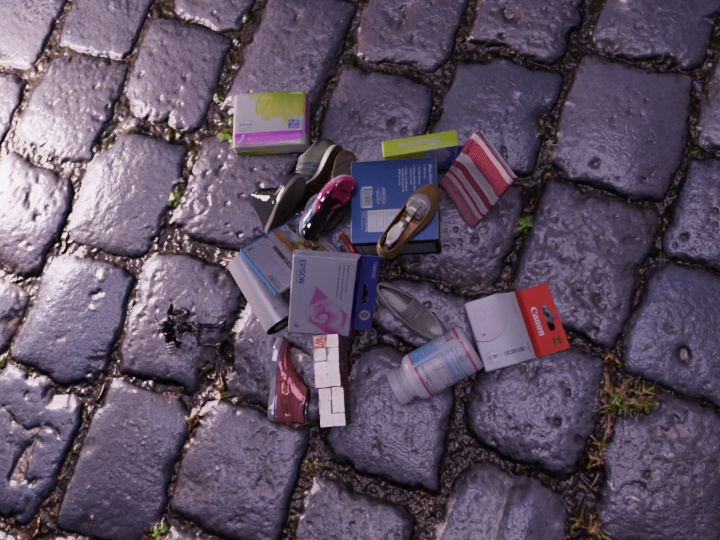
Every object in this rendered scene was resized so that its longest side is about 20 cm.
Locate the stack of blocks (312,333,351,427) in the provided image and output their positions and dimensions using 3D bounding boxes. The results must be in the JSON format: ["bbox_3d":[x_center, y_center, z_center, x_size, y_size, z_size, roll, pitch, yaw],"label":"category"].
[{"bbox_3d":[-0.063,0.251,1.366,0.058,0.115,0.201,-5,78,8],"label":"stack of blocks"}]

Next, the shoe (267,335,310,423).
[{"bbox_3d":[-0.161,0.257,1.406,0.090,0.071,0.202,3,84,8],"label":"shoe"}]

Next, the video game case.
[{"bbox_3d":[-0.164,-0.043,1.425,0.200,0.018,0.143,-33,73,-29],"label":"video game case"}]

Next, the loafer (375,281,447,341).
[{"bbox_3d":[0.114,0.097,1.393,0.199,0.070,0.070,35,85,14],"label":"loafer"}]

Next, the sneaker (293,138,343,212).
[{"bbox_3d":[-0.130,-0.247,1.513,0.090,0.067,0.201,38,94,33],"label":"sneaker"}]

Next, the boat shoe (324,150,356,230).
[{"bbox_3d":[-0.052,-0.192,1.482,0.074,0.066,0.201,22,89,9],"label":"boat shoe"}]

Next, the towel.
[{"bbox_3d":[0.263,-0.206,1.378,0.023,0.200,0.144,-25,73,-29],"label":"towel"}]

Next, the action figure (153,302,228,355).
[{"bbox_3d":[-0.426,0.144,1.453,0.199,0.102,0.120,7,91,9],"label":"action figure"}]

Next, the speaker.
[{"bbox_3d":[-0.242,0.050,1.454,0.081,0.081,0.201,-34,76,1],"label":"speaker"}]

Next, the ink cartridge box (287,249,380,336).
[{"bbox_3d":[-0.061,0.055,1.370,0.199,0.043,0.198,4,113,-4],"label":"ink cartridge box"}]

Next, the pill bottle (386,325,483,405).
[{"bbox_3d":[0.163,0.216,1.338,0.199,0.109,0.109,-30,75,7],"label":"pill bottle"}]

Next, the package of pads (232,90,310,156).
[{"bbox_3d":[-0.230,-0.383,1.549,0.199,0.068,0.156,-2,78,8],"label":"package of pads"}]

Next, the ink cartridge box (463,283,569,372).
[{"bbox_3d":[0.354,0.126,1.362,0.199,0.057,0.164,-18,76,10],"label":"ink cartridge box"}]

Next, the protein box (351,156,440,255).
[{"bbox_3d":[0.086,-0.146,1.415,0.199,0.135,0.200,-2,78,8],"label":"protein box"}]

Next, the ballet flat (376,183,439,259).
[{"bbox_3d":[0.107,-0.109,1.302,0.068,0.063,0.201,34,86,13],"label":"ballet flat"}]

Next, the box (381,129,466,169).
[{"bbox_3d":[0.157,-0.280,1.439,0.199,0.122,0.048,-7,75,7],"label":"box"}]

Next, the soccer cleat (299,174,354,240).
[{"bbox_3d":[-0.088,-0.160,1.396,0.200,0.070,0.087,-50,40,30],"label":"soccer cleat"}]

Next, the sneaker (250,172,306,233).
[{"bbox_3d":[-0.209,-0.185,1.456,0.106,0.075,0.200,53,132,18],"label":"sneaker"}]

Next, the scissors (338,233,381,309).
[{"bbox_3d":[0.000,0.000,1.419,0.014,0.073,0.200,-22,62,-24],"label":"scissors"}]
